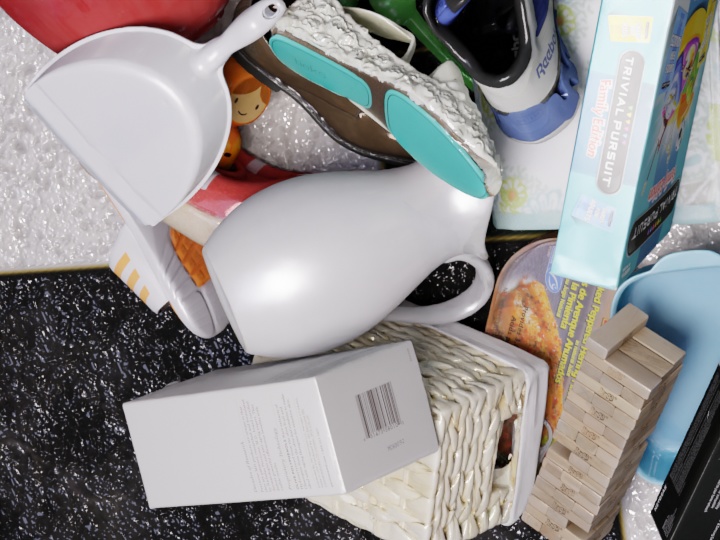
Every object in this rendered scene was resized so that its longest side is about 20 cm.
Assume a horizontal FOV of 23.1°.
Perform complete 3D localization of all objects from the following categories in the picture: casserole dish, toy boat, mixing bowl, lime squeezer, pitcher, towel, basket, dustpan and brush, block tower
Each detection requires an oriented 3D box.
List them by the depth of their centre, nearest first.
[{"bbox_3d":[-0.125,-0.129,1.217,0.140,0.057,0.200,47,134,-15],"label":"dustpan and brush"},{"bbox_3d":[0.177,-0.115,1.244,0.199,0.048,0.172,-2,104,24],"label":"towel"},{"bbox_3d":[0.170,0.120,1.247,0.058,0.054,0.201,33,135,23],"label":"block tower"},{"bbox_3d":[0.000,0.000,1.253,0.199,0.121,0.172,-23,133,-9],"label":"pitcher"},{"bbox_3d":[0.242,0.069,1.258,0.120,0.039,0.201,-7,116,9],"label":"casserole dish"},{"bbox_3d":[-0.167,-0.214,1.290,0.199,0.200,0.109,-18,114,28],"label":"mixing bowl"},{"bbox_3d":[0.002,-0.190,1.307,0.199,0.038,0.071,17,145,17],"label":"lime squeezer"},{"bbox_3d":[0.022,0.110,1.315,0.199,0.123,0.136,22,116,34],"label":"basket"},{"bbox_3d":[-0.109,-0.100,1.332,0.199,0.130,0.131,31,106,11],"label":"toy boat"}]

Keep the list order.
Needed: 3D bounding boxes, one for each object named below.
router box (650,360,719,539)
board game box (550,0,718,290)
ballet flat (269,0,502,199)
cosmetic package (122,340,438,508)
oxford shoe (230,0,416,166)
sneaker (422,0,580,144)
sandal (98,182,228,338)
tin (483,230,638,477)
[{"bbox_3d":[0.309,0.117,1.225,0.148,0.051,0.201,13,116,-14],"label":"router box"},{"bbox_3d":[0.182,-0.105,1.133,0.047,0.151,0.201,15,111,19],"label":"board game box"},{"bbox_3d":[0.027,-0.129,1.182,0.200,0.072,0.072,37,118,16],"label":"ballet flat"},{"bbox_3d":[-0.058,0.108,1.229,0.199,0.107,0.085,-12,94,44],"label":"cosmetic package"},{"bbox_3d":[-0.006,-0.137,1.268,0.199,0.084,0.073,28,75,-2],"label":"oxford shoe"},{"bbox_3d":[0.088,-0.194,1.175,0.080,0.115,0.200,-20,66,17],"label":"sneaker"},{"bbox_3d":[-0.176,-0.029,1.415,0.059,0.079,0.207,-36,82,30],"label":"sandal"},{"bbox_3d":[0.148,0.065,1.322,0.112,0.042,0.201,22,115,20],"label":"tin"}]
